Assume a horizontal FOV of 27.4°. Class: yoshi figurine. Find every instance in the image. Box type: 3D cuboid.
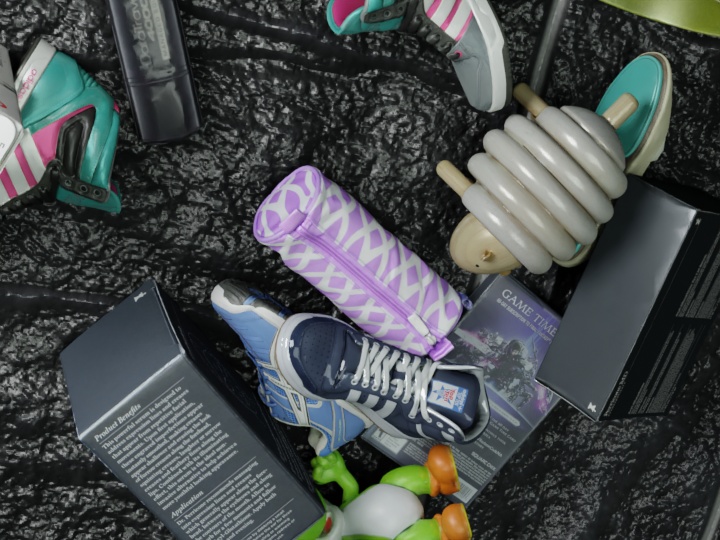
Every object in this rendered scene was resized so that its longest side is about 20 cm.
[{"bbox_3d":[-0.006,0.216,1.317,0.198,0.113,0.113,-13,107,1],"label":"yoshi figurine"}]

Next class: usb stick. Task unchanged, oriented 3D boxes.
[{"bbox_3d":[-0.165,-0.192,1.136,0.055,0.033,0.202,-12,116,-4],"label":"usb stick"}]

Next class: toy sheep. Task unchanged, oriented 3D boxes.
[{"bbox_3d":[0.151,-0.075,1.223,0.138,0.138,0.200,39,100,-27],"label":"toy sheep"}]

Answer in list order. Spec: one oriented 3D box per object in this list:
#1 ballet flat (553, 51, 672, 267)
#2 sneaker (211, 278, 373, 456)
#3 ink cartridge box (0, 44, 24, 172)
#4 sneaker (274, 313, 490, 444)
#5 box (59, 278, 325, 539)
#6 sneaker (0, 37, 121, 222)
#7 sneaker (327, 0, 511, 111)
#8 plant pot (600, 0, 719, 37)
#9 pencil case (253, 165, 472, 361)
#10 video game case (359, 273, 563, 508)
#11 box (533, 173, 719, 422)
[{"bbox_3d":[0.224,-0.093,1.289,0.069,0.070,0.201,20,107,-24],"label":"ballet flat"},{"bbox_3d":[-0.060,0.085,1.262,0.077,0.076,0.200,-45,116,0],"label":"sneaker"},{"bbox_3d":[-0.318,-0.129,1.019,0.144,0.200,0.085,30,102,-26],"label":"ink cartridge box"},{"bbox_3d":[0.027,0.089,1.208,0.199,0.108,0.071,33,67,-42],"label":"sneaker"},{"bbox_3d":[-0.139,0.134,1.218,0.107,0.149,0.200,-37,118,1],"label":"box"},{"bbox_3d":[-0.245,-0.064,1.142,0.120,0.084,0.201,29,101,-16],"label":"sneaker"},{"bbox_3d":[0.038,-0.200,1.156,0.120,0.084,0.202,-26,110,-10],"label":"sneaker"},{"bbox_3d":[0.246,-0.306,1.141,0.199,0.200,0.195,19,94,-23],"label":"plant pot"},{"bbox_3d":[0.000,0.000,1.240,0.084,0.086,0.200,-42,117,18],"label":"pencil case"},{"bbox_3d":[0.111,0.110,1.360,0.142,0.019,0.200,37,97,-27],"label":"video game case"},{"bbox_3d":[0.253,0.026,1.301,0.141,0.079,0.202,3,114,-55],"label":"box"}]
